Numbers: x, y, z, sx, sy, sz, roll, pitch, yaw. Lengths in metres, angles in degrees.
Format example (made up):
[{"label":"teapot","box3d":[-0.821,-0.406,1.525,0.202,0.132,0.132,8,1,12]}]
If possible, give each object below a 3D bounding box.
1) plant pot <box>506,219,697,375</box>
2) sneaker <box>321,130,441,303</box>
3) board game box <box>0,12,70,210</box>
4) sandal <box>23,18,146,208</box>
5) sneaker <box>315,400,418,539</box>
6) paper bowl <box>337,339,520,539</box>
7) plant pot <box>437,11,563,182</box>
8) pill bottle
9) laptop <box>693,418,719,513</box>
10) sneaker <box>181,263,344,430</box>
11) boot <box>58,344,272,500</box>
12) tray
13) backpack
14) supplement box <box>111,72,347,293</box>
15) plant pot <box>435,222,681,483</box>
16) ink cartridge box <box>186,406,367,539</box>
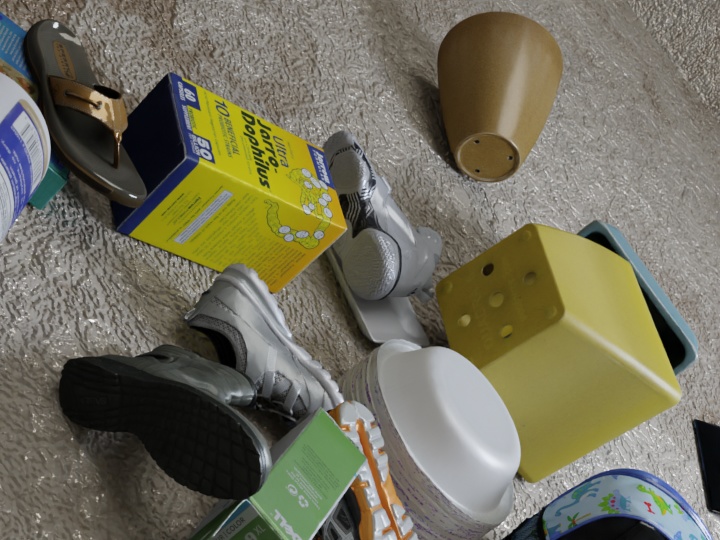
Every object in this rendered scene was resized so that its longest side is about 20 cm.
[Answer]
[{"label":"plant pot","box3d":[0.294,0.069,1.556,0.198,0.195,0.200,55,20,10]},{"label":"sneaker","box3d":[0.019,-0.052,1.365,0.114,0.075,0.202,16,49,-48]},{"label":"board game box","box3d":[-0.323,-0.163,1.068,0.199,0.045,0.153,38,30,-23]},{"label":"sandal","box3d":[-0.229,-0.143,1.079,0.081,0.054,0.202,14,45,-50]},{"label":"sneaker","box3d":[-0.006,0.214,1.058,0.078,0.076,0.203,-1,75,-61]},{"label":"paper bowl","box3d":[0.074,0.154,1.194,0.200,0.104,0.202,41,24,-23]},{"label":"plant pot","box3d":[0.189,-0.228,1.782,0.186,0.186,0.202,36,43,-24]},{"label":"pill bottle","box3d":[-0.303,-0.052,0.886,0.119,0.119,0.201,41,29,-17]},{"label":"laptop","box3d":[0.559,0.337,1.802,0.188,0.114,0.202,-79,152,-55]},{"label":"sneaker","box3d":[-0.083,0.097,1.109,0.082,0.075,0.201,-37,93,-27]},{"label":"boot","box3d":[-0.117,0.098,0.948,0.198,0.069,0.130,21,17,31]},{"label":"tray","box3d":[0.000,0.000,1.372,0.107,0.022,0.202,9,49,-51]},{"label":"backpack","box3d":[0.231,0.284,1.182,0.183,0.200,0.147,46,28,-6]},{"label":"supplement box","box3d":[-0.126,-0.078,1.187,0.199,0.109,0.110,23,38,-42]},{"label":"plant pot","box3d":[0.192,0.070,1.350,0.176,0.199,0.202,38,29,-41]},{"label":"ink cartridge box","box3d":[-0.078,0.191,0.941,0.059,0.104,0.200,48,28,-1]}]
